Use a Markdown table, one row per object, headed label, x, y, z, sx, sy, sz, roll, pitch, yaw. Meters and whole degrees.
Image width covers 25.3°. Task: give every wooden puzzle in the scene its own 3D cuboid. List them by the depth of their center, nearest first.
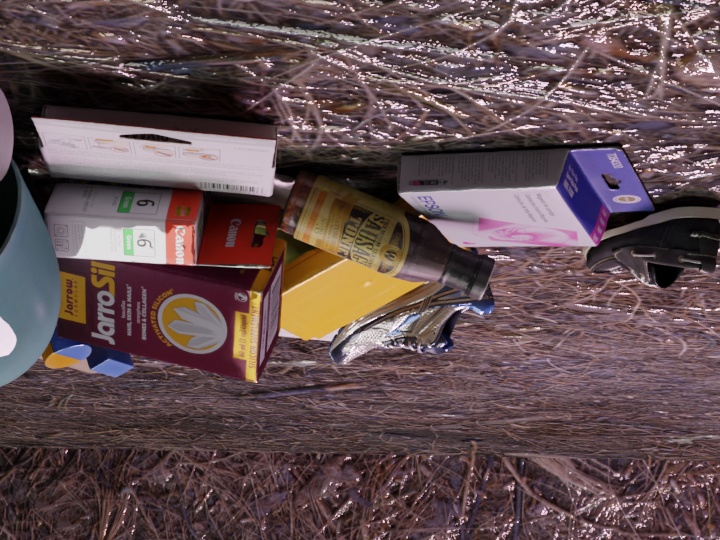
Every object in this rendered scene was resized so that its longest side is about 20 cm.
| label | x | y | z | sx | sy | sz | roll | pitch | yaw |
| --- | --- | --- | --- | --- | --- | --- | --- | --- | --- |
| wooden puzzle | -0.264 | 0.066 | 1.714 | 0.199 | 0.047 | 0.185 | -25 | 159 | 17 |

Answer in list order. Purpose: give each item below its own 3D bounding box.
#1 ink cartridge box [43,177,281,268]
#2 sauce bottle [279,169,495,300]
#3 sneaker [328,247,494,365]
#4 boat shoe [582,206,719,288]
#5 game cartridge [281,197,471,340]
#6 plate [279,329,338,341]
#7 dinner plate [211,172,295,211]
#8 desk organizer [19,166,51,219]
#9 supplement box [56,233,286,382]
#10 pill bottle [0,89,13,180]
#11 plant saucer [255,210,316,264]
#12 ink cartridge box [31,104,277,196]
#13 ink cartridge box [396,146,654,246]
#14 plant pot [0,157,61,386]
| label | x | y | z | sx | sy | sz | roll | pitch | yaw |
| --- | --- | --- | --- | --- | --- | --- | --- | --- | --- |
| ink cartridge box | -0.174 | -0.055 | 1.436 | 0.198 | 0.109 | 0.051 | 3 | 124 | 1 |
| sauce bottle | 0.026 | -0.029 | 1.471 | 0.198 | 0.067 | 0.066 | 20 | 167 | 2 |
| sneaker | 0.056 | 0.059 | 1.720 | 0.199 | 0.086 | 0.077 | -31 | 175 | 17 |
| boat shoe | 0.281 | -0.014 | 1.570 | 0.071 | 0.068 | 0.200 | -2 | 173 | -25 |
| game cartridge | 0.000 | 0.000 | 1.598 | 0.199 | 0.033 | 0.176 | -28 | 160 | 11 |
| plate | -0.069 | 0.049 | 1.865 | 0.198 | 0.033 | 0.200 | 7 | -172 | -12 |
| dinner plate | -0.129 | -0.065 | 1.568 | 0.198 | 0.025 | 0.200 | 2 | 167 | 1 |
| desk organizer | -0.370 | -0.008 | 1.490 | 0.199 | 0.072 | 0.077 | -29 | 166 | 1 |
| supplement box | -0.175 | 0.017 | 1.485 | 0.198 | 0.086 | 0.111 | 12 | 127 | 8 |
| pill bottle | -0.381 | -0.105 | 1.266 | 0.198 | 0.113 | 0.112 | -1 | 166 | 17 |
| plant saucer | -0.121 | -0.026 | 1.587 | 0.198 | 0.031 | 0.200 | 1 | 162 | 0 |
| ink cartridge box | -0.168 | -0.110 | 1.339 | 0.198 | 0.044 | 0.174 | 5 | 166 | -4 |
| ink cartridge box | 0.155 | -0.062 | 1.463 | 0.198 | 0.044 | 0.196 | 0 | 166 | 20 |
| plant pot | -0.343 | 0.008 | 1.345 | 0.199 | 0.202 | 0.161 | -1 | 146 | 18 |
